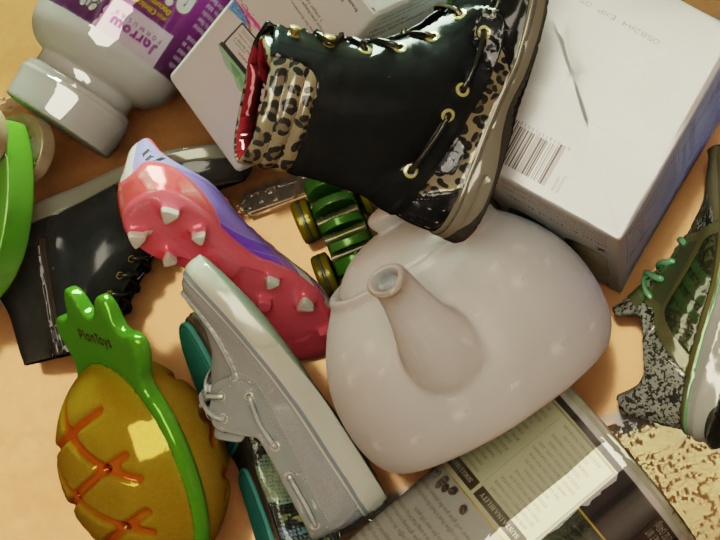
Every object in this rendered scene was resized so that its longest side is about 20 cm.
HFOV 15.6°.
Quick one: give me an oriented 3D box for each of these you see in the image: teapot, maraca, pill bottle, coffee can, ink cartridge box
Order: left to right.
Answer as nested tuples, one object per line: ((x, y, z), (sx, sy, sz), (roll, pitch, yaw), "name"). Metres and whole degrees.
((-0.148, 0.105, 1.710), (0.107, 0.137, 0.201), (-27, 110, -31), "maraca")
((-0.151, -0.181, 1.770), (0.112, 0.112, 0.201), (31, 86, 10), "pill bottle")
((-0.011, -0.165, 1.687), (0.145, 0.200, 0.084), (-29, 80, -39), "ink cartridge box")
((0.051, 0.021, 1.646), (0.197, 0.200, 0.146), (-37, 99, -34), "teapot")
((0.091, 0.180, 1.672), (0.200, 0.146, 0.146), (-40, 80, -1), "coffee can")

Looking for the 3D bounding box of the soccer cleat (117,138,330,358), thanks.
((-0.083, -0.012, 1.721), (0.067, 0.200, 0.077), (-32, 42, 25), "soccer cleat")

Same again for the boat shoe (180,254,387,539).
((-0.063, 0.085, 1.666), (0.071, 0.070, 0.201), (-35, 103, 0), "boat shoe")

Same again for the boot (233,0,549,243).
((0.020, -0.132, 1.533), (0.153, 0.073, 0.205), (15, 87, -17), "boot")

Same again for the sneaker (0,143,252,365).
((-0.152, -0.012, 1.771), (0.199, 0.075, 0.107), (-21, 84, 12), "sneaker")

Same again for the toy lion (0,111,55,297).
((-0.305, -0.012, 1.760), (0.199, 0.069, 0.193), (0, 82, 34), "toy lion")

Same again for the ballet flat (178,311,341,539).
((-0.059, 0.116, 1.747), (0.074, 0.074, 0.201), (-20, 83, 3), "ballet flat")

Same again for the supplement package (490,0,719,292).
((0.138, -0.099, 1.680), (0.151, 0.200, 0.151), (29, 85, 10), "supplement package")

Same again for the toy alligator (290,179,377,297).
((0.000, 0.000, 1.755), (0.059, 0.054, 0.201), (-22, 80, 3), "toy alligator")

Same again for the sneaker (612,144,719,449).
((0.208, 0.013, 1.726), (0.088, 0.077, 0.201), (6, 80, 17), "sneaker")
